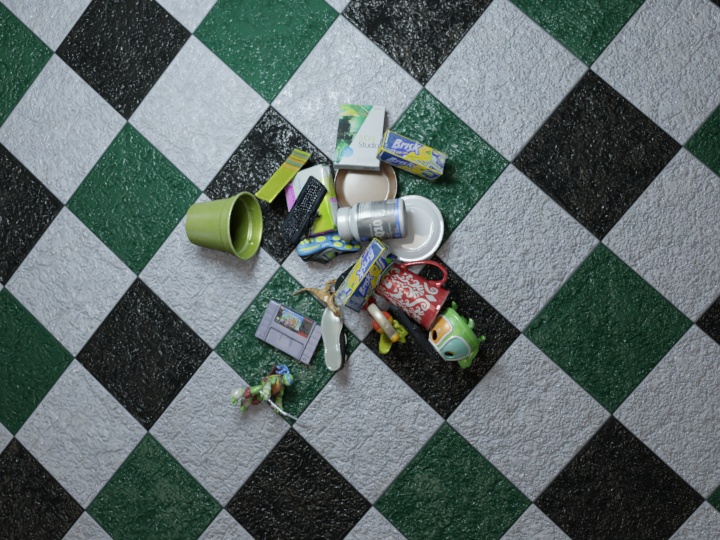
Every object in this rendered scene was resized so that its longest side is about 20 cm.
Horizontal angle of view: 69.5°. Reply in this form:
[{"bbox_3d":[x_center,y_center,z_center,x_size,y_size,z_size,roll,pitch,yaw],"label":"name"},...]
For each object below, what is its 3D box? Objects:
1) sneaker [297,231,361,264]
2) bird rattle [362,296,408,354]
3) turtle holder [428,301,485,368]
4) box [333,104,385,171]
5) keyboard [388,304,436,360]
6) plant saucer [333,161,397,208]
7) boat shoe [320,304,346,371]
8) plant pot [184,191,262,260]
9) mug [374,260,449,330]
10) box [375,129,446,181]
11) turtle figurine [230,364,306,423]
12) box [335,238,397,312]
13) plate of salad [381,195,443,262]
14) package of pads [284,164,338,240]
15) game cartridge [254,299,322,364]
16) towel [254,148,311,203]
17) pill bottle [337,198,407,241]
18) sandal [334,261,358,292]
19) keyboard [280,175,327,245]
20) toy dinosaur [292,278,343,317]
[{"bbox_3d":[-0.096,-0.067,1.598,0.195,0.083,0.072,-10,60,-3],"label":"sneaker"},{"bbox_3d":[0.066,0.143,1.539,0.111,0.163,0.203,-30,94,-5],"label":"bird rattle"},{"bbox_3d":[0.277,0.198,1.527,0.131,0.186,0.141,-41,59,-2],"label":"turtle holder"},{"bbox_3d":[-0.001,-0.406,1.575,0.141,0.036,0.205,4,75,7],"label":"box"},{"bbox_3d":[0.159,0.186,1.514,0.021,0.127,0.201,-42,107,-12],"label":"keyboard"},{"bbox_3d":[0.016,-0.258,1.598,0.195,0.037,0.206,0,91,6],"label":"plant saucer"},{"bbox_3d":[-0.076,0.207,1.601,0.072,0.060,0.205,-11,75,17],"label":"boat shoe"},{"bbox_3d":[-0.426,-0.138,1.590,0.180,0.200,0.206,3,91,19],"label":"plant pot"},{"bbox_3d":[0.160,0.051,1.548,0.197,0.134,0.180,30,76,10],"label":"mug"},{"bbox_3d":[0.149,-0.337,1.529,0.196,0.064,0.072,19,73,-12],"label":"box"},{"bbox_3d":[-0.290,0.404,1.590,0.190,0.144,0.205,-16,85,11],"label":"turtle figurine"},{"bbox_3d":[0.017,0.014,1.491,0.064,0.070,0.202,28,102,-37],"label":"box"},{"bbox_3d":[0.156,-0.125,1.577,0.195,0.048,0.205,-2,84,15],"label":"plate of salad"},{"bbox_3d":[-0.146,-0.209,1.587,0.151,0.068,0.205,-13,90,23],"label":"package of pads"},{"bbox_3d":[-0.222,0.192,1.634,0.197,0.038,0.132,26,98,6],"label":"game cartridge"},{"bbox_3d":[-0.236,-0.291,1.582,0.085,0.018,0.201,22,68,44],"label":"towel"},{"bbox_3d":[0.036,-0.144,1.522,0.195,0.114,0.117,-5,90,11],"label":"pill bottle"},{"bbox_3d":[0.000,-0.001,1.572,0.199,0.048,0.076,-35,55,-8],"label":"sandal"},{"bbox_3d":[-0.167,-0.174,1.539,0.103,0.039,0.202,36,106,18],"label":"keyboard"},{"bbox_3d":[-0.115,0.071,1.597,0.198,0.105,0.061,30,139,38],"label":"toy dinosaur"}]
